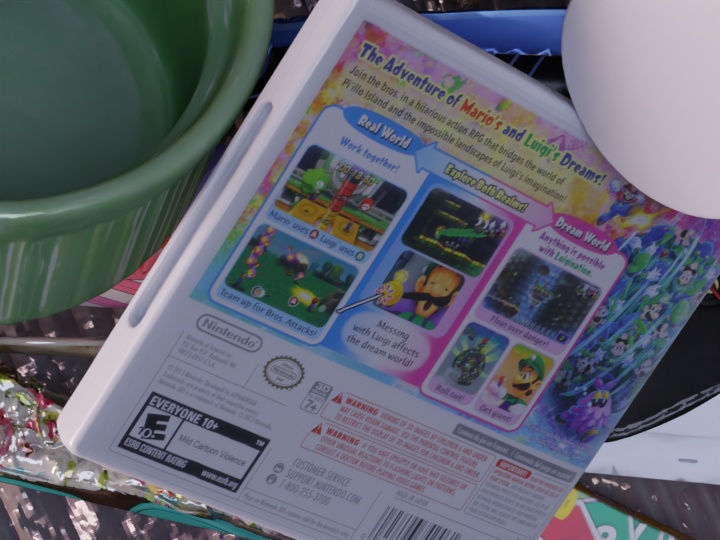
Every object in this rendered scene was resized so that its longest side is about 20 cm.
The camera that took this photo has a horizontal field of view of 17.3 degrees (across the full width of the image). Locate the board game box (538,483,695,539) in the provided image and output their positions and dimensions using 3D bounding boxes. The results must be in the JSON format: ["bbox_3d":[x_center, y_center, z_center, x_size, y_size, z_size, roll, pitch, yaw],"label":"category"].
[{"bbox_3d":[0.135,0.163,0.967,0.199,0.030,0.096,26,95,-11],"label":"board game box"}]

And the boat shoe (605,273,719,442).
[{"bbox_3d":[0.149,-0.003,0.890,0.201,0.063,0.074,-38,101,8],"label":"boat shoe"}]

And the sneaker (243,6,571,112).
[{"bbox_3d":[0.033,-0.059,0.885,0.199,0.070,0.079,0,97,13],"label":"sneaker"}]

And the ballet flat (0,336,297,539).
[{"bbox_3d":[-0.087,0.062,0.906,0.199,0.076,0.064,16,88,-10],"label":"ballet flat"}]

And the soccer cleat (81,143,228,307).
[{"bbox_3d":[-0.126,-0.016,0.887,0.198,0.076,0.067,1,98,-6],"label":"soccer cleat"}]

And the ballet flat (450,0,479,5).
[{"bbox_3d":[0.104,-0.156,0.868,0.199,0.066,0.070,-29,145,16],"label":"ballet flat"}]

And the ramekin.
[{"bbox_3d":[-0.135,-0.079,0.826,0.199,0.098,0.201,6,59,-10],"label":"ramekin"}]

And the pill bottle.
[{"bbox_3d":[0.168,-0.105,0.814,0.200,0.116,0.116,-35,102,-35],"label":"pill bottle"}]

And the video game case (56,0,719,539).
[{"bbox_3d":[0.021,0.016,0.822,0.199,0.024,0.183,25,104,-35],"label":"video game case"}]

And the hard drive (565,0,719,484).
[{"bbox_3d":[0.138,-0.017,0.931,0.131,0.026,0.201,5,101,-2],"label":"hard drive"}]
